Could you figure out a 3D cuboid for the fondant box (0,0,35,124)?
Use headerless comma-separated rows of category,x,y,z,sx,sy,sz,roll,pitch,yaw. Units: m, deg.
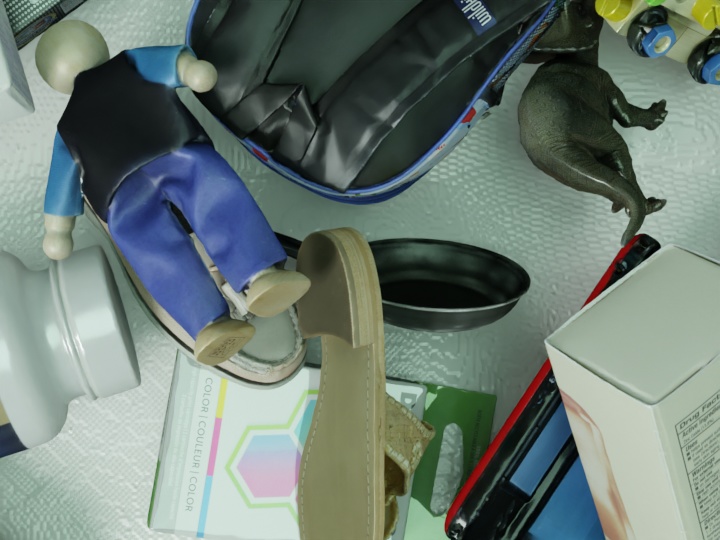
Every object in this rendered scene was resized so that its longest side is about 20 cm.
fondant box,-0.268,-0.157,0.685,0.143,0.058,0.202,-18,85,-2

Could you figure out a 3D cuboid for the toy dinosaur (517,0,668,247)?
toy dinosaur,0.123,-0.079,0.762,0.102,0.077,0.201,30,46,-18

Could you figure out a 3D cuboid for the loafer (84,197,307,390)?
loafer,-0.102,-0.021,0.734,0.072,0.063,0.200,-36,76,-25

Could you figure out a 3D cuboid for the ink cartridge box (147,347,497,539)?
ink cartridge box,-0.017,0.110,0.777,0.198,0.059,0.105,10,88,-7

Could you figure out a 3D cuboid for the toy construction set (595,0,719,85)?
toy construction set,0.205,-0.172,0.742,0.199,0.093,0.131,22,120,-30

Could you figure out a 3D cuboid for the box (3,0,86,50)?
box,-0.259,-0.181,0.751,0.199,0.044,0.161,-37,95,-5

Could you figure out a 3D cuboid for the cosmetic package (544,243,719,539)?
cosmetic package,0.182,0.101,0.720,0.103,0.087,0.201,-33,125,-19

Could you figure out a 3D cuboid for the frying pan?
frying pan,0.003,0.006,0.756,0.188,0.115,0.031,1,110,-6

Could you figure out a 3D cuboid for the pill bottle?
pill bottle,-0.226,0.053,0.724,0.198,0.111,0.112,-17,93,-6

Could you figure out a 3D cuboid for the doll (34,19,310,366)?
doll,-0.113,-0.049,0.682,0.136,0.048,0.201,-41,72,19

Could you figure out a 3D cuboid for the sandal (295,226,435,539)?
sandal,0.012,0.081,0.715,0.069,0.077,0.214,-9,103,-33

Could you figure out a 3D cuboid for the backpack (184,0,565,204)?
backpack,-0.001,-0.136,0.730,0.199,0.154,0.191,37,84,8

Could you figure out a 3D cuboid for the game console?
game console,0.160,0.106,0.773,0.118,0.172,0.201,33,86,20
